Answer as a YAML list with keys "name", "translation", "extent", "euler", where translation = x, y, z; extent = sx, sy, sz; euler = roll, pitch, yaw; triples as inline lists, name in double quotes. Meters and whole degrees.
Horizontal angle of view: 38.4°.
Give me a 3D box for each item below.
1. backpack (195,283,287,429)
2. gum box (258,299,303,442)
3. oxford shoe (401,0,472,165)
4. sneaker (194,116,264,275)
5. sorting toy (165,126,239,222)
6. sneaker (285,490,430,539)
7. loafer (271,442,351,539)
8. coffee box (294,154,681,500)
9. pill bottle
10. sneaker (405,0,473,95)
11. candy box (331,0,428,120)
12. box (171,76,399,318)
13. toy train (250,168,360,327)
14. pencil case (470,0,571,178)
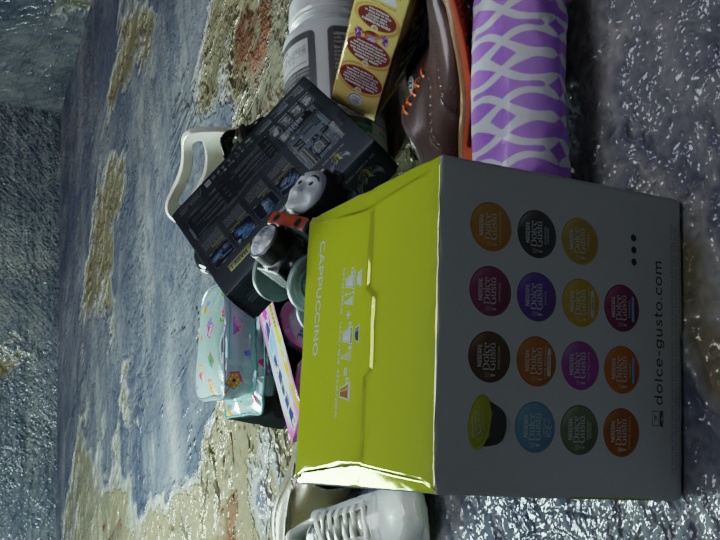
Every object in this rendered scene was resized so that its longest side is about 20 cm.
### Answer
- name: "backpack"
  translation: [-0.111, 0.074, 1.209]
  extent: [0.176, 0.151, 0.203]
  euler: [155, 127, -67]
- name: "gum box"
  translation: [-0.059, 0.068, 1.052]
  extent: [0.114, 0.065, 0.202]
  euler: [106, 150, -63]
- name: "oxford shoe"
  translation: [0.065, -0.148, 0.874]
  extent: [0.071, 0.071, 0.203]
  euler: [-57, -37, -65]
- name: "sneaker"
  translation: [-0.139, -0.091, 1.167]
  extent: [0.200, 0.114, 0.076]
  euler: [-51, 57, 3]
- name: "sorting toy"
  translation: [-0.147, -0.110, 1.295]
  extent: [0.202, 0.178, 0.107]
  euler: [-69, 28, 27]
- name: "sneaker"
  translation: [-0.001, 0.253, 0.999]
  extent: [0.200, 0.080, 0.077]
  euler: [-42, 45, 53]
- name: "loafer"
  translation: [-0.047, 0.236, 1.107]
  extent: [0.067, 0.075, 0.203]
  euler: [-168, 85, -71]
- name: "coffee box"
  translation: [0.082, 0.054, 0.721]
  extent: [0.199, 0.195, 0.203]
  euler: [-17, 68, 61]
- name: "pill bottle"
  translation: [-0.030, -0.206, 1.143]
  extent: [0.113, 0.112, 0.203]
  euler: [140, 132, -56]
- name: "sneaker"
  translation: [0.078, -0.227, 0.962]
  extent: [0.115, 0.075, 0.203]
  euler: [-155, 73, -67]
- name: "candy box"
  translation: [0.035, -0.253, 0.971]
  extent: [0.117, 0.056, 0.201]
  euler: [-58, -10, -37]
- name: "box"
  translation: [-0.077, -0.074, 0.998]
  extent: [0.200, 0.051, 0.158]
  euler: [-47, 42, 3]
- name: "toy train"
  translation: [-0.001, 0.006, 0.851]
  extent: [0.085, 0.200, 0.115]
  euler: [11, 67, 55]
- name: "pencil case"
  translation: [0.130, -0.134, 0.810]
  extent: [0.083, 0.085, 0.203]
  euler: [-11, 73, 47]
